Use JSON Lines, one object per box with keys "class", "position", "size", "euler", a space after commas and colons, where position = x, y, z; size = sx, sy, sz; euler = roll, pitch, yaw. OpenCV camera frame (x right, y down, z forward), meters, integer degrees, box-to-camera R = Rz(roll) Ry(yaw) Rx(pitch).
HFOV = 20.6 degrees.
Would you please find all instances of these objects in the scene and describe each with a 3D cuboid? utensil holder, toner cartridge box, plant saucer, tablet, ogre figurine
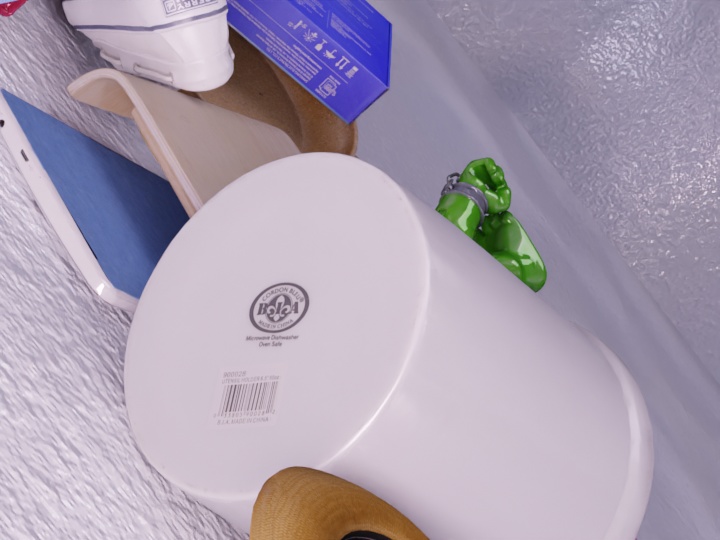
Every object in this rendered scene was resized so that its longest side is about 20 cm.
{"class": "utensil holder", "position": [0.015, 0.060, 0.889], "size": [0.200, 0.170, 0.171], "euler": [39, 18, -47]}
{"class": "toner cartridge box", "position": [-0.064, -0.194, 1.339], "size": [0.200, 0.043, 0.095], "euler": [39, 27, -22]}
{"class": "plant saucer", "position": [-0.085, -0.136, 1.319], "size": [0.200, 0.035, 0.201], "euler": [37, 29, -25]}
{"class": "tablet", "position": [-0.111, -0.016, 0.998], "size": [0.131, 0.014, 0.200], "euler": [58, 11, 23]}
{"class": "ogre figurine", "position": [0.075, 0.036, 1.316], "size": [0.097, 0.202, 0.119], "euler": [17, 22, 35]}

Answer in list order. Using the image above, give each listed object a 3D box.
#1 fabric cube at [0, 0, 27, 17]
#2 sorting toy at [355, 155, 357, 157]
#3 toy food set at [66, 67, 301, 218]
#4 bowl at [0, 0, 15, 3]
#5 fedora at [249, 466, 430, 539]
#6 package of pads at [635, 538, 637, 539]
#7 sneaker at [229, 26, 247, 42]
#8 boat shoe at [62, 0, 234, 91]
{"class": "fabric cube", "position": [-0.194, -0.301, 1.040], "size": [0.196, 0.199, 0.200], "euler": [44, 14, -42]}
{"class": "sorting toy", "position": [-0.004, -0.018, 1.407], "size": [0.185, 0.036, 0.201], "euler": [40, 22, -49]}
{"class": "toy food set", "position": [-0.065, -0.014, 1.035], "size": [0.143, 0.060, 0.201], "euler": [16, 35, -54]}
{"class": "bowl", "position": [-0.178, -0.223, 0.906], "size": [0.039, 0.201, 0.201], "euler": [32, -8, 47]}
{"class": "fedora", "position": [-0.002, 0.168, 0.714], "size": [0.201, 0.082, 0.201], "euler": [48, 18, -22]}
{"class": "package of pads", "position": [0.123, 0.184, 1.191], "size": [0.121, 0.075, 0.200], "euler": [61, 13, 27]}
{"class": "sneaker", "position": [-0.104, -0.247, 1.429], "size": [0.100, 0.074, 0.202], "euler": [48, 42, -55]}
{"class": "boat shoe", "position": [-0.121, -0.132, 1.123], "size": [0.200, 0.073, 0.066], "euler": [-150, -136, -71]}
